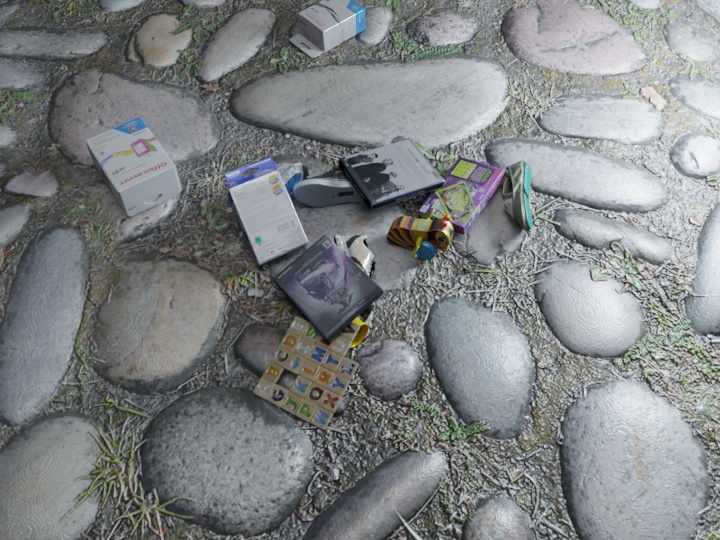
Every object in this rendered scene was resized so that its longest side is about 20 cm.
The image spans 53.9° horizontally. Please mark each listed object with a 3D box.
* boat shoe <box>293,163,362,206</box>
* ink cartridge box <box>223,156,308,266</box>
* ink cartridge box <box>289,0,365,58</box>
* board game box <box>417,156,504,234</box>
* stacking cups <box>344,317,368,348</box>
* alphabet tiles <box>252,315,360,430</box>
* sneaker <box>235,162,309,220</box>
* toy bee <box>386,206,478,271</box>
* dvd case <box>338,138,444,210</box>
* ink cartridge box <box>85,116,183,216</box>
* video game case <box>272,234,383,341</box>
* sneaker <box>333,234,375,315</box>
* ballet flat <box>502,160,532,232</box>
[{"bbox_3d":[-0.058,-0.203,1.601,0.194,0.072,0.093,-3,51,-11],"label":"boat shoe"},{"bbox_3d":[-0.202,-0.126,1.500,0.117,0.042,0.204,-23,90,-17],"label":"ink cartridge box"},{"bbox_3d":[-0.093,-0.679,1.952,0.199,0.067,0.115,-37,62,-24],"label":"ink cartridge box"},{"bbox_3d":[0.227,-0.171,1.586,0.118,0.033,0.201,19,55,32],"label":"board game box"},{"bbox_3d":[-0.066,0.065,1.404,0.060,0.061,0.200,-32,59,-22],"label":"stacking cups"},{"bbox_3d":[-0.086,0.171,1.315,0.164,0.008,0.203,20,69,25],"label":"alphabet tiles"},{"bbox_3d":[-0.208,-0.174,1.587,0.199,0.076,0.086,-41,41,-25],"label":"sneaker"},{"bbox_3d":[0.153,-0.083,1.484,0.194,0.110,0.133,0,51,0],"label":"toy bee"},{"bbox_3d":[0.069,-0.218,1.578,0.196,0.025,0.152,-19,58,-26],"label":"dvd case"},{"bbox_3d":[-0.515,-0.238,1.615,0.143,0.086,0.201,-29,59,-20],"label":"ink cartridge box"},{"bbox_3d":[-0.066,0.029,1.379,0.142,0.019,0.200,-39,51,-10],"label":"video game case"},{"bbox_3d":[0.000,0.000,1.444,0.078,0.075,0.204,-9,54,-9],"label":"sneaker"},{"bbox_3d":[0.349,-0.160,1.578,0.062,0.068,0.204,-12,48,26],"label":"ballet flat"}]
